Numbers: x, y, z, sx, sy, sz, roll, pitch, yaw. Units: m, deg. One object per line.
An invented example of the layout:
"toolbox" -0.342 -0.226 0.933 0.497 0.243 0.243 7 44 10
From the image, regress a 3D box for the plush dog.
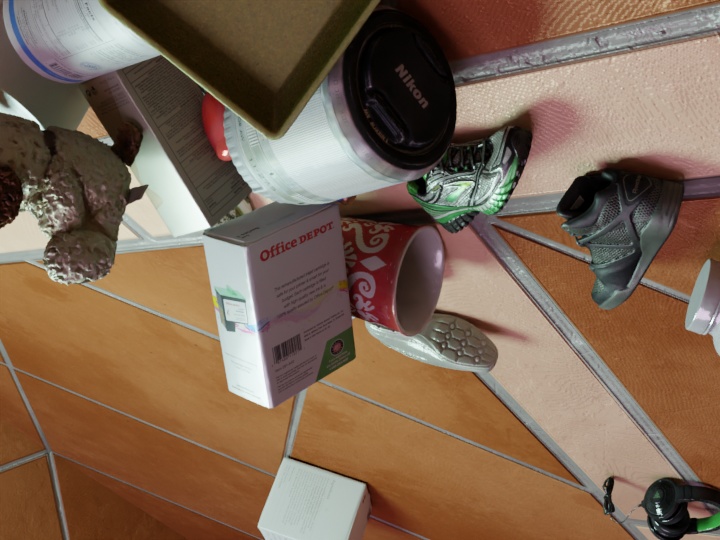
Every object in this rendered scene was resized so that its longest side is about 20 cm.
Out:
"plush dog" -0.329 -0.103 1.114 0.170 0.162 0.200 18 -157 -38

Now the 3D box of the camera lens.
"camera lens" -0.018 -0.152 1.036 0.160 0.162 0.199 39 149 -30

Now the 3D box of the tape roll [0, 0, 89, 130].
"tape roll" -0.406 -0.224 1.235 0.200 0.141 0.203 18 154 9

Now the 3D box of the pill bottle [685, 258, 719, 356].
"pill bottle" 0.442 0.056 1.109 0.197 0.114 0.113 18 153 9

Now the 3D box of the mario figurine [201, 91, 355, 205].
"mario figurine" -0.081 -0.156 1.198 0.198 0.125 0.106 23 -167 -19

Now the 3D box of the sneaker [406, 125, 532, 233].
"sneaker" 0.109 -0.100 1.126 0.085 0.079 0.200 31 153 -14

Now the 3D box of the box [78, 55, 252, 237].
"box" -0.211 -0.147 1.200 0.077 0.095 0.202 -10 116 44

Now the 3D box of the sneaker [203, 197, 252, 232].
"sneaker" -0.166 -0.035 1.448 0.076 0.090 0.200 0 147 37

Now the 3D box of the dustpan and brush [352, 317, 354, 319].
"dustpan and brush" -0.077 0.016 1.478 0.057 0.138 0.203 32 140 60

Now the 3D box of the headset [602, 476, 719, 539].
"headset" 0.488 0.371 1.727 0.197 0.095 0.124 -6 140 19

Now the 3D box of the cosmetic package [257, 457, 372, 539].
"cosmetic package" -0.095 0.536 2.356 0.197 0.167 0.165 15 154 14

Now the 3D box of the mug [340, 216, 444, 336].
"mug" -0.005 0.008 1.361 0.198 0.135 0.178 12 150 28

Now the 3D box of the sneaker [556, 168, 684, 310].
"sneaker" 0.255 -0.037 1.132 0.113 0.077 0.200 21 150 8

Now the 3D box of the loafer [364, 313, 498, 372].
"loafer" 0.101 0.096 1.511 0.198 0.071 0.070 21 160 21

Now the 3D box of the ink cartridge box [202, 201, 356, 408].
"ink cartridge box" -0.090 0.031 1.240 0.083 0.144 0.203 15 121 41

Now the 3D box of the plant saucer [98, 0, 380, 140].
"plant saucer" -0.089 -0.251 0.920 0.199 0.048 0.200 37 107 -5

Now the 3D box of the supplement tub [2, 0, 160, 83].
"supplement tub" -0.244 -0.262 1.045 0.198 0.133 0.132 -6 142 43
